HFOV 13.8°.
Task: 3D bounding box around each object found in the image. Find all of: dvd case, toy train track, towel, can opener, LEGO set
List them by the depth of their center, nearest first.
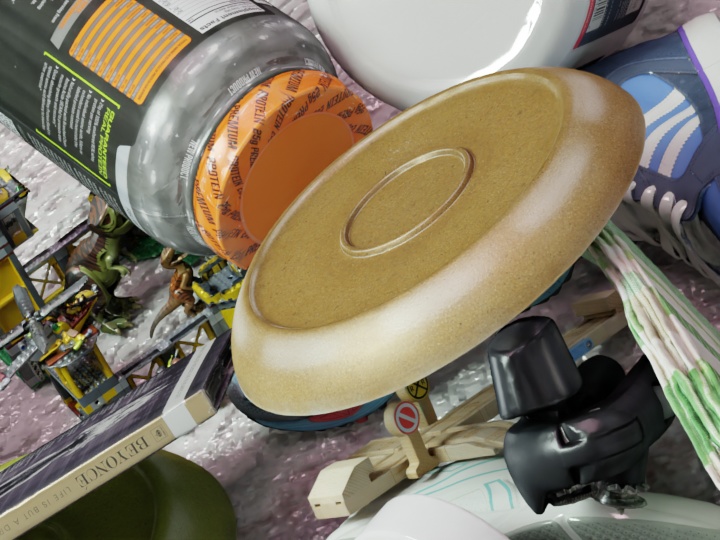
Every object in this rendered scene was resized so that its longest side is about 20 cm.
[{"bbox_3d":[0.151,0.065,1.141,0.023,0.152,0.200,-42,33,9],"label":"towel"},{"bbox_3d":[0.101,0.051,1.180,0.063,0.079,0.200,-7,2,19],"label":"can opener"},{"bbox_3d":[0.050,0.047,1.283,0.200,0.033,0.114,-31,11,-38],"label":"toy train track"},{"bbox_3d":[-0.141,0.094,1.297,0.199,0.016,0.149,-32,6,7],"label":"dvd case"},{"bbox_3d":[-0.136,-0.012,1.471,0.153,0.116,0.200,-31,34,-6],"label":"LEGO set"}]

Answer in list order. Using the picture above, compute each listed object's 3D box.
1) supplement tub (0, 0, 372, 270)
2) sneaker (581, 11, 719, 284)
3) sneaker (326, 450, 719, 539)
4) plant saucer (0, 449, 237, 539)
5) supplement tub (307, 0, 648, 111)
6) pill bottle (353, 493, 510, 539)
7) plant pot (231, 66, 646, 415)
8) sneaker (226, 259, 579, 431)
[{"bbox_3d":[-0.094,-0.087,1.406,0.122,0.123,0.200,-40,52,-18],"label":"supplement tub"},{"bbox_3d":[0.128,-0.025,1.349,0.146,0.081,0.201,-30,36,13],"label":"sneaker"},{"bbox_3d":[0.077,0.101,1.214,0.199,0.071,0.080,-2,39,35],"label":"sneaker"},{"bbox_3d":[-0.152,0.143,1.356,0.199,0.031,0.200,-19,34,13],"label":"plant saucer"},{"bbox_3d":[0.066,-0.154,1.441,0.140,0.141,0.200,-13,6,21],"label":"supplement tub"},{"bbox_3d":[-0.011,0.187,1.119,0.115,0.116,0.200,10,48,43],"label":"pill bottle"},{"bbox_3d":[0.024,-0.021,1.204,0.199,0.028,0.200,-31,24,15],"label":"plant pot"},{"bbox_3d":[0.000,0.000,1.339,0.200,0.095,0.080,-35,49,29],"label":"sneaker"}]
